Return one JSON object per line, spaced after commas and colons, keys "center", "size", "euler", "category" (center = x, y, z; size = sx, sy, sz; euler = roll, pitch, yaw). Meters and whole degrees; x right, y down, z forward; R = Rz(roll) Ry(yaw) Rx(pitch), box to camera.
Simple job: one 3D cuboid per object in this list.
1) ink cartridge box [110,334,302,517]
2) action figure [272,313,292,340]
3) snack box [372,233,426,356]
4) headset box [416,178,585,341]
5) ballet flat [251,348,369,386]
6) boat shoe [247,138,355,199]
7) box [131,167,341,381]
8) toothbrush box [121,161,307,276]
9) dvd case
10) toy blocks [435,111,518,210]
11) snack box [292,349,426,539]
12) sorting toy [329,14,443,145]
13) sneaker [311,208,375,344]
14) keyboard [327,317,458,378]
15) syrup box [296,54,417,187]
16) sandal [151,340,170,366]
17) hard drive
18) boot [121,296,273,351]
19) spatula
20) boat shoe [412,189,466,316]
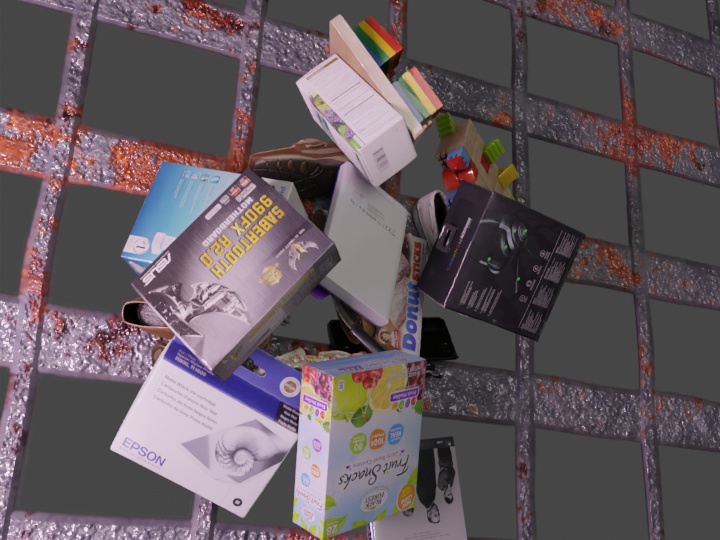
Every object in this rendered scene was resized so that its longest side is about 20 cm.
{"center": [-0.176, 0.182, 0.970], "size": [0.197, 0.041, 0.202], "euler": [30, 105, -11], "category": "ink cartridge box"}
{"center": [-0.150, 0.030, 1.068], "size": [0.127, 0.070, 0.203], "euler": [14, 59, -2], "category": "action figure"}
{"center": [0.058, 0.035, 1.169], "size": [0.070, 0.024, 0.204], "euler": [16, 58, -16], "category": "snack box"}
{"center": [0.199, -0.015, 1.146], "size": [0.197, 0.093, 0.177], "euler": [18, 99, -28], "category": "headset box"}
{"center": [-0.061, 0.136, 1.049], "size": [0.196, 0.076, 0.065], "euler": [7, 39, -27], "category": "ballet flat"}
{"center": [-0.074, -0.156, 1.173], "size": [0.196, 0.077, 0.075], "euler": [-2, 44, -26], "category": "boat shoe"}
{"center": [-0.145, 0.001, 0.920], "size": [0.200, 0.048, 0.158], "euler": [-45, 65, -9], "category": "box"}
{"center": [-0.186, -0.046, 1.025], "size": [0.196, 0.086, 0.149], "euler": [9, 66, 16], "category": "toothbrush box"}
{"center": [0.078, 0.343, 1.104], "size": [0.147, 0.025, 0.205], "euler": [0, 75, -23], "category": "dvd case"}
{"center": [0.173, -0.130, 1.218], "size": [0.201, 0.098, 0.138], "euler": [54, 36, -28], "category": "toy blocks"}
{"center": [0.001, 0.213, 0.994], "size": [0.166, 0.067, 0.205], "euler": [-4, 103, -43], "category": "snack box"}
{"center": [0.039, -0.279, 1.173], "size": [0.069, 0.200, 0.200], "euler": [-36, 90, -2], "category": "sorting toy"}
{"center": [0.000, 0.000, 1.147], "size": [0.089, 0.067, 0.204], "euler": [-10, 76, -37], "category": "sneaker"}
{"center": [0.047, 0.121, 1.162], "size": [0.196, 0.040, 0.106], "euler": [0, 51, -21], "category": "keyboard"}
{"center": [-0.008, -0.219, 1.131], "size": [0.081, 0.079, 0.201], "euler": [-35, 50, -5], "category": "syrup box"}
{"center": [-0.183, 0.147, 1.025], "size": [0.198, 0.082, 0.055], "euler": [31, 44, -15], "category": "sandal"}
{"center": [0.004, -0.039, 1.109], "size": [0.131, 0.025, 0.203], "euler": [36, 47, -29], "category": "hard drive"}
{"center": [-0.207, 0.069, 0.983], "size": [0.196, 0.075, 0.075], "euler": [7, 90, 17], "category": "boot"}
{"center": [-0.018, 0.063, 1.077], "size": [0.201, 0.021, 0.056], "euler": [49, 44, 3], "category": "spatula"}
{"center": [0.146, -0.029, 1.224], "size": [0.071, 0.066, 0.204], "euler": [-15, 80, -26], "category": "boat shoe"}
